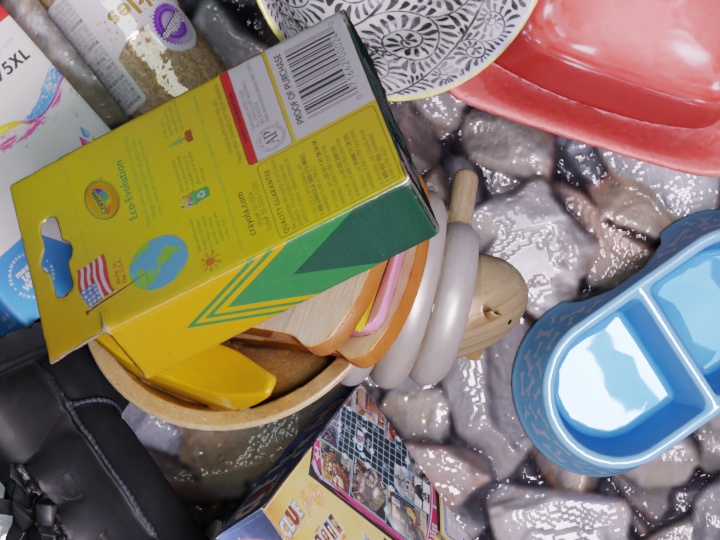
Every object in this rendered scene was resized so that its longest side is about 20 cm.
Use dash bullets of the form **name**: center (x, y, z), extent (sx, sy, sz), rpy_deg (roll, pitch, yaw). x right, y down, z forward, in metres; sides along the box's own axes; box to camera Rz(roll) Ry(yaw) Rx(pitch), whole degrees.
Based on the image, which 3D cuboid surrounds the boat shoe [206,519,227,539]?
- **boat shoe**: center (-0.103, 0.249, 1.162), extent (0.063, 0.071, 0.201), rpy_deg (28, 87, -4)

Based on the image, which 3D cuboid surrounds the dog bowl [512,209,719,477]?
- **dog bowl**: center (0.186, 0.045, 1.197), extent (0.199, 0.050, 0.112), rpy_deg (-34, 94, -5)

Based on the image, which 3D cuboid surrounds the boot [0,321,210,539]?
- **boot**: center (-0.133, 0.100, 1.101), extent (0.198, 0.073, 0.163), rpy_deg (-26, 77, -48)

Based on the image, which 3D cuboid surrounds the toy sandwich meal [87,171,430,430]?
- **toy sandwich meal**: center (-0.065, -0.008, 1.052), extent (0.203, 0.070, 0.207), rpy_deg (-6, 65, 14)

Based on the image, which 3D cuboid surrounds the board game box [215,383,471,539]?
- **board game box**: center (0.000, 0.156, 1.109), extent (0.034, 0.200, 0.136), rpy_deg (-33, 95, 21)

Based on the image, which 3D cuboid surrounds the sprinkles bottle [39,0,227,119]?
- **sprinkles bottle**: center (-0.126, -0.129, 1.153), extent (0.068, 0.068, 0.201), rpy_deg (-38, 94, -4)

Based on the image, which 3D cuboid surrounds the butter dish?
- **butter dish**: center (0.167, -0.172, 1.142), extent (0.198, 0.148, 0.201), rpy_deg (17, 89, -5)

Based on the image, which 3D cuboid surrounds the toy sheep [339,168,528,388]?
- **toy sheep**: center (0.000, 0.000, 1.141), extent (0.198, 0.138, 0.139), rpy_deg (11, 90, -3)

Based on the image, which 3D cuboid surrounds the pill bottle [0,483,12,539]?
- **pill bottle**: center (-0.240, 0.204, 1.126), extent (0.111, 0.112, 0.201), rpy_deg (31, 88, -6)

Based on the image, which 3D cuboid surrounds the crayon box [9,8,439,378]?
- **crayon box**: center (-0.072, -0.033, 1.001), extent (0.199, 0.051, 0.128), rpy_deg (-26, 51, 7)

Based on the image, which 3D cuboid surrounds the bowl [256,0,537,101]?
- **bowl**: center (0.003, -0.198, 1.092), extent (0.199, 0.094, 0.203), rpy_deg (-6, 103, -29)

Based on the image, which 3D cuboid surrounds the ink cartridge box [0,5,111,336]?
- **ink cartridge box**: center (-0.220, -0.073, 1.132), extent (0.116, 0.067, 0.200), rpy_deg (-44, 95, -21)
